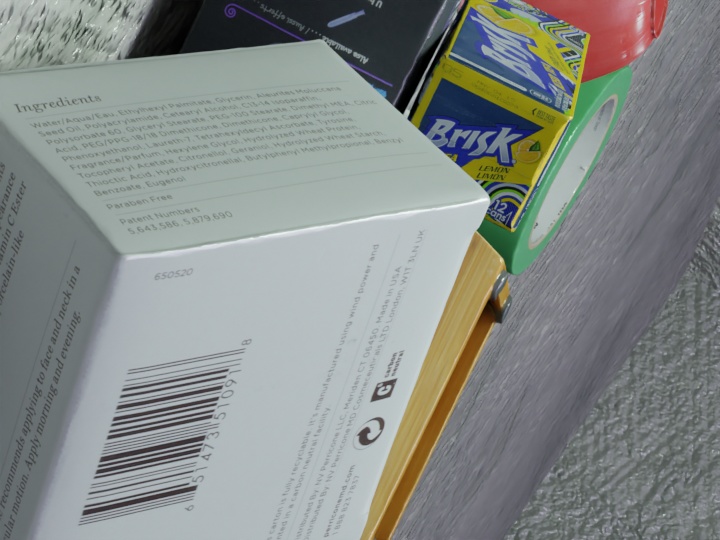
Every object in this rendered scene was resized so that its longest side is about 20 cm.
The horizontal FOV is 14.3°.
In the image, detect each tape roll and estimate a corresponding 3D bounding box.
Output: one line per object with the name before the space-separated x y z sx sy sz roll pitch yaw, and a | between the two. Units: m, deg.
tape roll | 0.159 -0.093 2.403 0.201 0.048 0.200 -57 169 -17

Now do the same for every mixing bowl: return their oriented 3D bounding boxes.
mixing bowl | 0.128 -0.190 1.692 0.200 0.108 0.201 8 90 -80

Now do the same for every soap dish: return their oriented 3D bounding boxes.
soap dish | 0.006 0.061 1.434 0.200 0.081 0.157 -64 173 -6

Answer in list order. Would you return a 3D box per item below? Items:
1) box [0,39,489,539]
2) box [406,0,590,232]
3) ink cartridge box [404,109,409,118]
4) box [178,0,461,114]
box | -0.081 0.023 1.216 0.200 0.131 0.199 -10 133 -39
box | 0.065 -0.084 1.401 0.064 0.070 0.200 -64 -179 18
ink cartridge box | -0.014 -0.050 1.686 0.200 0.068 0.116 -60 169 2
box | -0.026 -0.100 1.370 0.200 0.106 0.122 -63 178 13
